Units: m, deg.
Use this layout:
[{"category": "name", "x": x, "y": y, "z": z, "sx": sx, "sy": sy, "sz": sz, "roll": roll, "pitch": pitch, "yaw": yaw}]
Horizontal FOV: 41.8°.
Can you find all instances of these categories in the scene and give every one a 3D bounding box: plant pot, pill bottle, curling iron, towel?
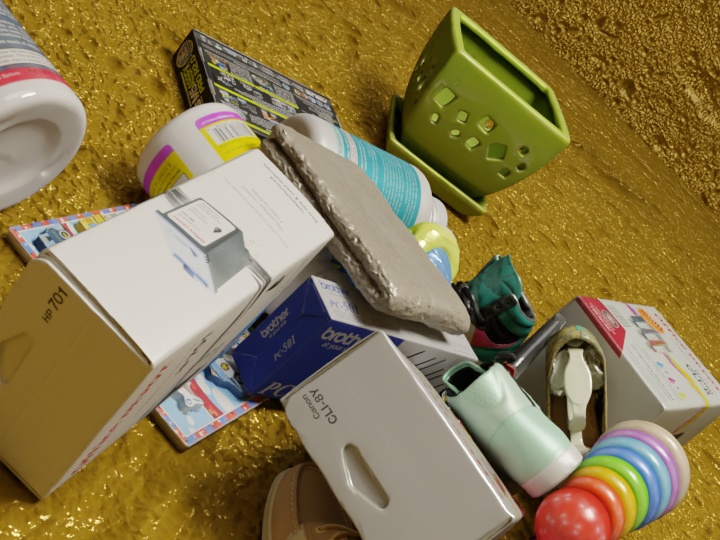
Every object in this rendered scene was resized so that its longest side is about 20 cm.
[{"category": "plant pot", "x": 0.143, "y": -0.205, "z": 1.279, "sx": 0.199, "sy": 0.182, "sz": 0.200, "roll": 35, "pitch": 28, "yaw": -16}, {"category": "pill bottle", "x": -0.003, "y": -0.074, "z": 0.957, "sx": 0.199, "sy": 0.111, "sz": 0.111, "roll": 21, "pitch": 34, "yaw": -37}, {"category": "pill bottle", "x": -0.091, "y": -0.036, "z": 0.785, "sx": 0.200, "sy": 0.104, "sz": 0.104, "roll": 51, "pitch": 27, "yaw": 14}, {"category": "curling iron", "x": 0.127, "y": 0.092, "z": 0.879, "sx": 0.200, "sy": 0.026, "sz": 0.050, "roll": -30, "pitch": 91, "yaw": -28}, {"category": "pill bottle", "x": -0.292, "y": -0.148, "z": 0.648, "sx": 0.200, "sy": 0.120, "sz": 0.119, "roll": 50, "pitch": 27, "yaw": 13}, {"category": "towel", "x": 0.002, "y": -0.031, "z": 0.764, "sx": 0.132, "sy": 0.034, "sz": 0.200, "roll": 19, "pitch": 31, "yaw": -55}]

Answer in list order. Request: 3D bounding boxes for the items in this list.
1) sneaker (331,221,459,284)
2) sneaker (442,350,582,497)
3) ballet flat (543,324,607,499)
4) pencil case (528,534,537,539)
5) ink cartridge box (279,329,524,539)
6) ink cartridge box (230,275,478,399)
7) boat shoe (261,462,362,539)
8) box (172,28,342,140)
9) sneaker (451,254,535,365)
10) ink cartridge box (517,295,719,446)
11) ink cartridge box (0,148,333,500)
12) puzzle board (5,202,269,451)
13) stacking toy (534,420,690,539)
[{"category": "sneaker", "x": 0.000, "y": 0.000, "z": 0.858, "sx": 0.199, "sy": 0.076, "sz": 0.106, "roll": 2, "pitch": 57, "yaw": -12}, {"category": "sneaker", "x": 0.120, "y": 0.126, "z": 0.799, "sx": 0.118, "sy": 0.074, "sz": 0.200, "roll": 51, "pitch": -7, "yaw": 10}, {"category": "ballet flat", "x": 0.200, "y": 0.150, "z": 0.872, "sx": 0.071, "sy": 0.070, "sz": 0.201, "roll": 10, "pitch": 78, "yaw": -49}, {"category": "pencil case", "x": 0.138, "y": 0.254, "z": 0.703, "sx": 0.094, "sy": 0.091, "sz": 0.200, "roll": 46, "pitch": 23, "yaw": 20}, {"category": "ink cartridge box", "x": 0.038, "y": 0.135, "z": 0.652, "sx": 0.145, "sy": 0.083, "sz": 0.200, "roll": 54, "pitch": 1, "yaw": 17}, {"category": "ink cartridge box", "x": 0.002, "y": 0.068, "z": 0.756, "sx": 0.200, "sy": 0.094, "sz": 0.044, "roll": 20, "pitch": 34, "yaw": -49}, {"category": "boat shoe", "x": -0.012, "y": 0.198, "z": 0.591, "sx": 0.074, "sy": 0.069, "sz": 0.201, "roll": 26, "pitch": 32, "yaw": -32}, {"category": "box", "x": -0.100, "y": -0.165, "z": 1.031, "sx": 0.199, "sy": 0.044, "sz": 0.161, "roll": 20, "pitch": 35, "yaw": -39}, {"category": "sneaker", "x": 0.102, "y": 0.027, "z": 0.946, "sx": 0.199, "sy": 0.121, "sz": 0.084, "roll": 26, "pitch": 31, "yaw": -30}, {"category": "ink cartridge box", "x": 0.267, "y": 0.130, "z": 1.001, "sx": 0.200, "sy": 0.145, "sz": 0.146, "roll": 8, "pitch": 42, "yaw": -51}, {"category": "ink cartridge box", "x": -0.126, "y": 0.024, "z": 0.573, "sx": 0.086, "sy": 0.146, "sz": 0.200, "roll": 45, "pitch": 34, "yaw": 1}, {"category": "puzzle board", "x": -0.149, "y": 0.030, "z": 0.707, "sx": 0.200, "sy": 0.017, "sz": 0.151, "roll": 49, "pitch": 27, "yaw": 9}, {"category": "stacking toy", "x": 0.194, "y": 0.181, "z": 0.739, "sx": 0.085, "sy": 0.085, "sz": 0.200, "roll": 52, "pitch": 29, "yaw": 16}]
